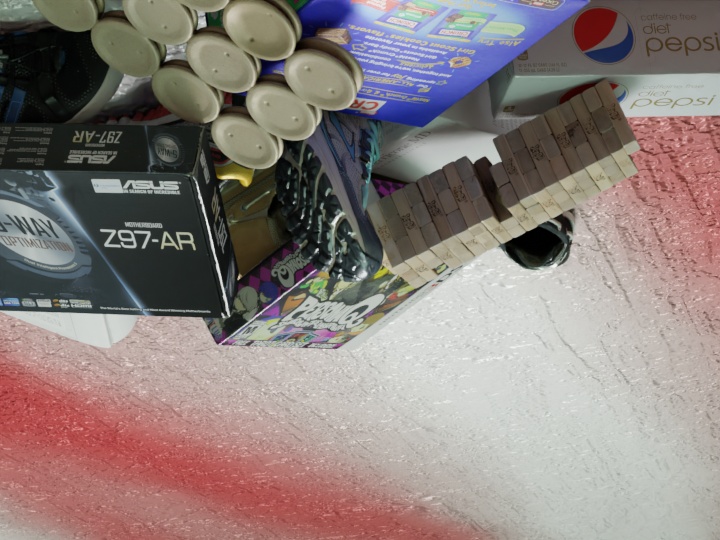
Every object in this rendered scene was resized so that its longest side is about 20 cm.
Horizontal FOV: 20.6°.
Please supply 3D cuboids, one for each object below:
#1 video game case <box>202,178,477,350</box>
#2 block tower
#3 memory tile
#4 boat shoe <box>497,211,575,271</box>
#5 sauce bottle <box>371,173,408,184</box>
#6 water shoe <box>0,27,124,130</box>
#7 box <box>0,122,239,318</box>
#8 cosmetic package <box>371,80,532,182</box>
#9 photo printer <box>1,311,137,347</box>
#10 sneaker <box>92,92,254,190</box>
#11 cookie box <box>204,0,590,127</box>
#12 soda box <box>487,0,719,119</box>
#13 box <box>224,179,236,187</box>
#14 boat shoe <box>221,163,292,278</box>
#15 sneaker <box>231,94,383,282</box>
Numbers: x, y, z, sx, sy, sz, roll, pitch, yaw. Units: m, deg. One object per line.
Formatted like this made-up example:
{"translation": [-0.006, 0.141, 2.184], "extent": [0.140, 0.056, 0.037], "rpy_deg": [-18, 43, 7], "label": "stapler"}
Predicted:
{"translation": [0.000, 0.000, 1.542], "extent": [0.181, 0.036, 0.200], "rpy_deg": [-38, 159, 24], "label": "video game case"}
{"translation": [0.099, -0.057, 1.388], "extent": [0.200, 0.054, 0.058], "rpy_deg": [-28, 157, 11], "label": "block tower"}
{"translation": [-0.105, -0.150, 1.249], "extent": [0.200, 0.017, 0.153], "rpy_deg": [38, 145, -13], "label": "memory tile"}
{"translation": [0.147, -0.031, 1.717], "extent": [0.075, 0.061, 0.200], "rpy_deg": [-11, 159, 14], "label": "boat shoe"}
{"translation": [-0.022, -0.034, 1.587], "extent": [0.200, 0.065, 0.065], "rpy_deg": [-29, 154, 13], "label": "sauce bottle"}
{"translation": [-0.257, -0.126, 1.334], "extent": [0.199, 0.072, 0.079], "rpy_deg": [-12, 157, 16], "label": "water shoe"}
{"translation": [-0.193, -0.034, 1.365], "extent": [0.199, 0.044, 0.160], "rpy_deg": [2, 143, 8], "label": "box"}
{"translation": [0.092, -0.105, 1.487], "extent": [0.200, 0.074, 0.102], "rpy_deg": [10, 154, -40], "label": "cosmetic package"}
{"translation": [-0.256, -0.027, 1.517], "extent": [0.166, 0.070, 0.200], "rpy_deg": [20, 156, 9], "label": "photo printer"}
{"translation": [-0.155, -0.075, 1.480], "extent": [0.200, 0.082, 0.078], "rpy_deg": [-20, 156, 41], "label": "sneaker"}
{"translation": [0.019, -0.174, 1.275], "extent": [0.171, 0.075, 0.200], "rpy_deg": [7, 156, -31], "label": "cookie box"}
{"translation": [0.192, -0.151, 1.404], "extent": [0.199, 0.064, 0.068], "rpy_deg": [-2, 158, -11], "label": "soda box"}
{"translation": [-0.117, -0.051, 1.630], "extent": [0.144, 0.036, 0.200], "rpy_deg": [-18, 155, 29], "label": "box"}
{"translation": [-0.067, -0.040, 1.513], "extent": [0.072, 0.076, 0.200], "rpy_deg": [34, 113, -26], "label": "boat shoe"}
{"translation": [-0.016, -0.082, 1.365], "extent": [0.086, 0.200, 0.078], "rpy_deg": [-10, 146, -24], "label": "sneaker"}
